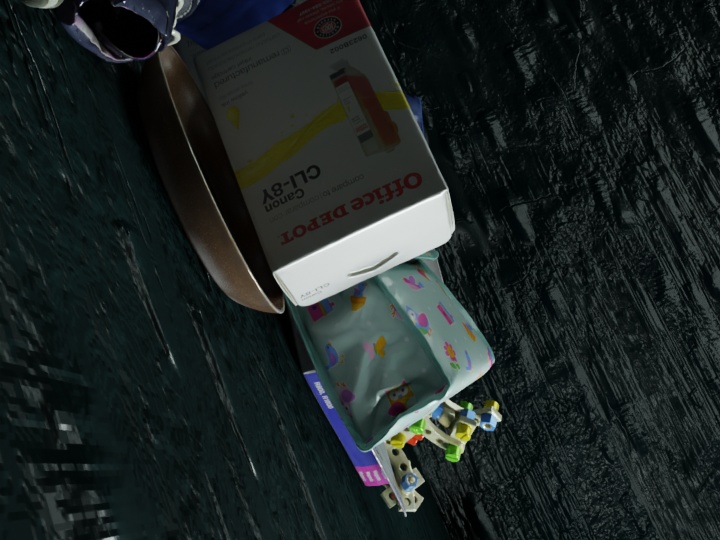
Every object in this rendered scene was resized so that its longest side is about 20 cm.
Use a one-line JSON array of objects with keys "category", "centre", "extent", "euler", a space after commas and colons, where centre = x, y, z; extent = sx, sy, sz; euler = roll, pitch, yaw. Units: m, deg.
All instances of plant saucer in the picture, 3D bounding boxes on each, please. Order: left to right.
[{"category": "plant saucer", "centre": [-0.106, -0.059, 0.574], "extent": [0.200, 0.032, 0.204], "euler": [156, -89, -90]}]

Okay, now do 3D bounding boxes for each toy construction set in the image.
[{"category": "toy construction set", "centre": [0.068, 0.200, 0.988], "extent": [0.129, 0.202, 0.093], "euler": [25, 38, -7]}]

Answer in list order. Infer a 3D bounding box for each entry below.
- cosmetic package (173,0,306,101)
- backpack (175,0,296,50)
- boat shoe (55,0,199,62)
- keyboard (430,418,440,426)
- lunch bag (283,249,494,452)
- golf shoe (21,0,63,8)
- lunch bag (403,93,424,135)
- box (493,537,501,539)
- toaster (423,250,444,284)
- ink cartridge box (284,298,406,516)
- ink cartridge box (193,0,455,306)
[{"category": "cosmetic package", "centre": [-0.093, -0.206, 0.872], "extent": [0.165, 0.162, 0.204], "euler": [63, 4, -79]}, {"category": "backpack", "centre": [-0.140, -0.296, 0.707], "extent": [0.166, 0.162, 0.203], "euler": [14, 46, -49]}, {"category": "boat shoe", "centre": [-0.135, -0.161, 0.489], "extent": [0.200, 0.073, 0.095], "euler": [3, 70, -81]}, {"category": "keyboard", "centre": [0.044, 0.153, 1.021], "extent": [0.202, 0.124, 0.021], "euler": [76, 17, -45]}, {"category": "lunch bag", "centre": [0.016, 0.035, 0.739], "extent": [0.202, 0.121, 0.170], "euler": [57, 19, 13]}, {"category": "golf shoe", "centre": [-0.130, -0.203, 0.359], "extent": [0.077, 0.087, 0.204], "euler": [-42, -115, 56]}, {"category": "lunch bag", "centre": [-0.015, -0.154, 1.105], "extent": [0.201, 0.130, 0.138], "euler": [126, -28, -43]}, {"category": "box", "centre": [0.355, 0.845, 2.180], "extent": [0.201, 0.146, 0.126], "euler": [-113, 178, -55]}, {"category": "toaster", "centre": [0.000, 0.000, 1.027], "extent": [0.200, 0.177, 0.121], "euler": [-115, -174, -82]}, {"category": "ink cartridge box", "centre": [-0.019, 0.128, 0.856], "extent": [0.202, 0.042, 0.198], "euler": [-107, 175, -50]}, {"category": "ink cartridge box", "centre": [-0.028, -0.098, 0.645], "extent": [0.084, 0.143, 0.203], "euler": [61, 5, -69]}]
